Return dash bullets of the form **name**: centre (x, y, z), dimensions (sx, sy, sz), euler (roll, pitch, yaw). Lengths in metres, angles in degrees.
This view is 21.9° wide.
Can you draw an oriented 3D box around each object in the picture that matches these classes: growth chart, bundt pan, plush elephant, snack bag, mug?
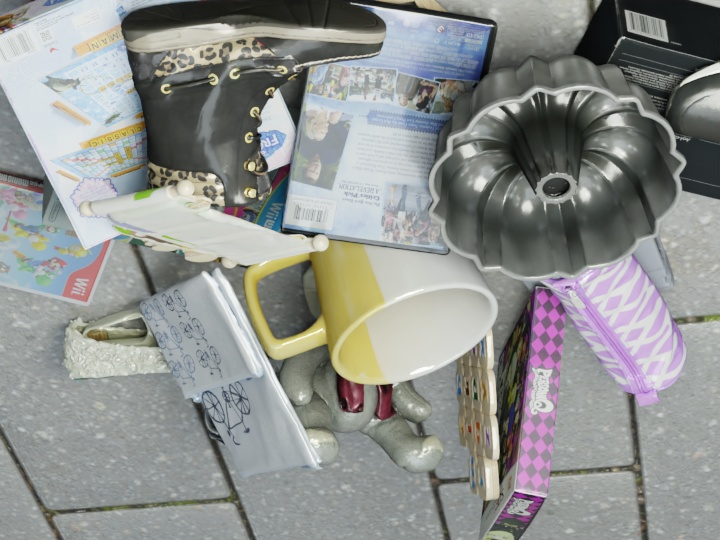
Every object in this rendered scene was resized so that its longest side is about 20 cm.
- **growth chart**: centre (-0.125, -0.032, 1.470), dimensions (0.144, 0.018, 0.200), euler (-6, 164, 37)
- **bundt pan**: centre (0.148, -0.089, 1.447), dimensions (0.201, 0.076, 0.202), euler (-2, 135, -2)
- **plush elephant**: centre (0.006, 0.074, 1.729), dimensions (0.164, 0.200, 0.155), euler (12, 118, -31)
- **snack bag**: centre (-0.121, 0.100, 1.673), dimensions (0.200, 0.021, 0.188), euler (62, 153, -4)
- **mug**: centre (0.008, -0.005, 1.596), dimensions (0.186, 0.154, 0.150), euler (0, 145, -33)

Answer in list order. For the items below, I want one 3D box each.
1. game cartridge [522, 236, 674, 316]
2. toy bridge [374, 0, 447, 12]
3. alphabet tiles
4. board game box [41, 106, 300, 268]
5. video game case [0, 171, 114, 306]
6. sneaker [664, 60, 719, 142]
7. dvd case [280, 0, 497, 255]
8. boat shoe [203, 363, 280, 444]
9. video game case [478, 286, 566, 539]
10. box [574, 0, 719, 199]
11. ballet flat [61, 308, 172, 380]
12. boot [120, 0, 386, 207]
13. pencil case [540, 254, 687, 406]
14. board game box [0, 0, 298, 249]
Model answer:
- **game cartridge**: centre (0.195, -0.036, 1.669), dimensions (0.133, 0.041, 0.200), euler (-15, 137, 14)
- **toy bridge**: centre (0.060, -0.171, 1.519), dimensions (0.067, 0.027, 0.200), euler (-8, 139, 9)
- **alphabet tiles**: centre (0.109, 0.108, 1.709), dimensions (0.015, 0.201, 0.196), euler (-4, 179, -6)
- **board game box**: centre (-0.156, -0.088, 1.584), dimensions (0.199, 0.064, 0.148), euler (12, 135, -19)
- **video game case**: centre (-0.328, -0.037, 1.703), dimensions (0.199, 0.017, 0.143), euler (14, 138, -14)
- **sneaker**: centre (0.335, -0.108, 1.420), dimensions (0.199, 0.088, 0.076), euler (2, 138, -1)
- **dvd case**: centre (0.021, -0.114, 1.486), dimensions (0.142, 0.018, 0.201), euler (8, 111, -9)
- **boat shoe**: centre (-0.122, 0.142, 1.828), dimensions (0.068, 0.072, 0.200), euler (-7, 166, -14)
- **video game case**: centre (0.150, 0.141, 1.724), dimensions (0.036, 0.201, 0.181), euler (10, 155, -3)
- **box**: centre (0.272, -0.139, 1.509), dimensions (0.199, 0.079, 0.141), euler (13, 134, -13)
- **ballet flat**: centre (-0.194, 0.068, 1.791), dimensions (0.199, 0.072, 0.072), euler (-5, 140, 5)
- **boot**: centre (-0.080, -0.130, 1.429), dimensions (0.199, 0.073, 0.151), euler (-4, 117, -7)
- **pencil case**: centre (0.224, 0.032, 1.657), dimensions (0.084, 0.086, 0.200), euler (-21, 136, 24)
- **board game box**: centre (-0.170, -0.141, 1.469), dimensions (0.199, 0.041, 0.200), euler (-22, 120, 0)
